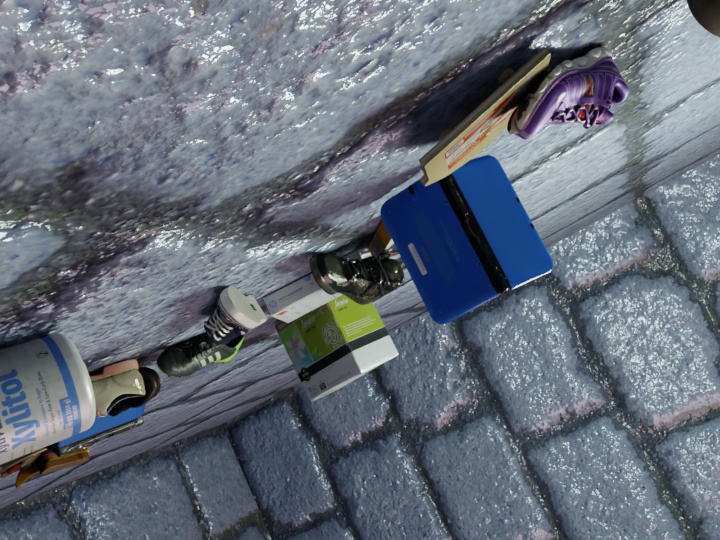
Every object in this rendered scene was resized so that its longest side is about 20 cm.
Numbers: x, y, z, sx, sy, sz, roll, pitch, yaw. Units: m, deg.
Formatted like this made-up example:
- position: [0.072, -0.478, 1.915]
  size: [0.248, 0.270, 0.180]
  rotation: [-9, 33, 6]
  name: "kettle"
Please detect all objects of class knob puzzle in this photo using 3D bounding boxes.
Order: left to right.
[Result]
- position: [0.142, -0.178, 0.799]
  size: [0.219, 0.030, 0.220]
  rotation: [-40, 172, -7]
  name: "knob puzzle"

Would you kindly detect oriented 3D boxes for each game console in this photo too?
- position: [-0.584, 0.311, 1.457]
  size: [0.170, 0.119, 0.199]
  rotation: [6, -166, 41]
  name: "game console"
- position: [0.156, -0.048, 0.983]
  size: [0.170, 0.201, 0.118]
  rotation: [-31, 169, 24]
  name: "game console"

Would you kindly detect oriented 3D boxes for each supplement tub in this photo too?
- position: [-0.436, 0.164, 0.796]
  size: [0.199, 0.133, 0.132]
  rotation: [-20, 168, -38]
  name: "supplement tub"

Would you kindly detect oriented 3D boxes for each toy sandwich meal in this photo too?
- position: [-0.766, 0.468, 1.625]
  size: [0.204, 0.071, 0.205]
  rotation: [-26, 170, -5]
  name: "toy sandwich meal"

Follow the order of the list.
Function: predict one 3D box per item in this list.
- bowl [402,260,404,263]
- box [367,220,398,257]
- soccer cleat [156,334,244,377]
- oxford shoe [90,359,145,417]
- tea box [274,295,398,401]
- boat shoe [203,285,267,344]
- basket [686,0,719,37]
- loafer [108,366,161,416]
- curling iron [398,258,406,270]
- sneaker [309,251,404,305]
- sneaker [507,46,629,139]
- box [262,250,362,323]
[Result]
- position: [0.184, -0.057, 1.260]
  size: [0.200, 0.075, 0.200]
  rotation: [-40, 173, 18]
  name: "bowl"
- position: [0.087, -0.076, 1.163]
  size: [0.118, 0.042, 0.200]
  rotation: [-24, 171, -14]
  name: "box"
- position: [-0.303, 0.150, 1.272]
  size: [0.081, 0.068, 0.200]
  rotation: [-51, 161, 23]
  name: "soccer cleat"
- position: [-0.471, 0.222, 1.146]
  size: [0.199, 0.074, 0.071]
  rotation: [-23, 169, -21]
  name: "oxford shoe"
- position: [-0.057, 0.155, 1.494]
  size: [0.133, 0.198, 0.200]
  rotation: [-16, 165, -46]
  name: "tea box"
- position: [-0.217, 0.084, 1.089]
  size: [0.092, 0.075, 0.200]
  rotation: [-34, 170, -1]
  name: "boat shoe"
- position: [0.379, -0.295, 0.581]
  size: [0.179, 0.137, 0.200]
  rotation: [-24, 174, 5]
  name: "basket"
- position: [-0.435, 0.225, 1.292]
  size: [0.199, 0.073, 0.071]
  rotation: [-25, 179, 43]
  name: "loafer"
- position: [0.157, -0.053, 1.477]
  size: [0.200, 0.026, 0.049]
  rotation: [-34, 170, 34]
  name: "curling iron"
- position: [0.000, 0.000, 1.135]
  size: [0.114, 0.077, 0.199]
  rotation: [-26, 152, 24]
  name: "sneaker"
- position: [0.254, -0.200, 0.784]
  size: [0.199, 0.084, 0.081]
  rotation: [-32, 170, -29]
  name: "sneaker"
- position: [-0.078, 0.035, 1.297]
  size: [0.199, 0.041, 0.156]
  rotation: [-28, 169, 2]
  name: "box"
